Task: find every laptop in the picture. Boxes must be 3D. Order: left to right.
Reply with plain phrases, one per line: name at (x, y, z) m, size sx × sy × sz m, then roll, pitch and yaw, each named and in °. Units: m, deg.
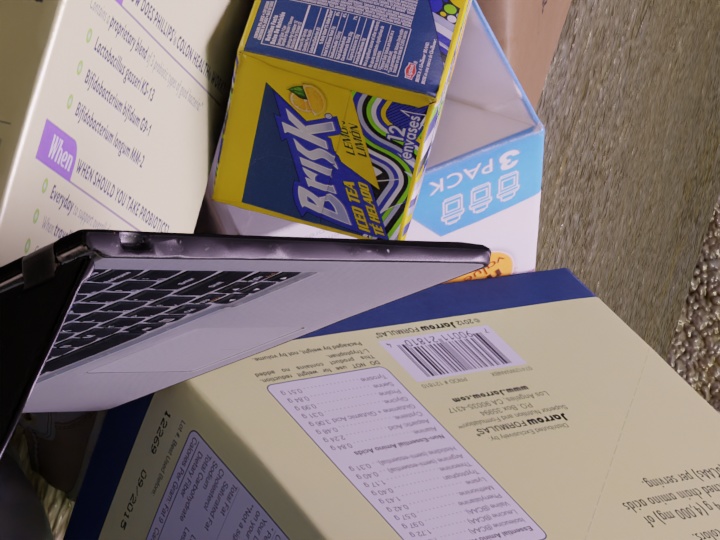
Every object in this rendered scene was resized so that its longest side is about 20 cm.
laptop at (-0.091, 0.068, 0.700) m, size 0.199 × 0.187 × 0.117 m, roll 1°, pitch 76°, yaw -39°

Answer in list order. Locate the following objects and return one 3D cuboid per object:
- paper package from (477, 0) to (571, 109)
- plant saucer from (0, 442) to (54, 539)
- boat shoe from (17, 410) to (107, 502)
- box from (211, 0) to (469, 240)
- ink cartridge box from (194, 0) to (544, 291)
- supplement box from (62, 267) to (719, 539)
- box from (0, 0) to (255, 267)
paper package at (0.047, -0.174, 1.307) m, size 0.201 × 0.103 × 0.192 m, roll 85°, pitch 21°, yaw -55°
plant saucer at (-0.140, 0.156, 0.944) m, size 0.200 × 0.050 × 0.202 m, roll 14°, pitch 90°, yaw -77°
boat shoe at (-0.099, 0.015, 0.935) m, size 0.200 × 0.066 × 0.074 m, roll 109°, pitch 1°, yaw -57°
box at (0.009, -0.106, 0.881) m, size 0.070 × 0.064 × 0.201 m, roll 104°, pitch 2°, yaw -48°
ink cartridge box at (0.000, 0.000, 0.984) m, size 0.200 × 0.114 × 0.068 m, roll 87°, pitch -21°, yaw -59°
supplement box at (0.037, 0.118, 0.891) m, size 0.199 × 0.200 × 0.135 m, roll -7°, pitch 131°, yaw -40°
box at (-0.094, -0.092, 0.767) m, size 0.176 × 0.096 × 0.201 m, roll 42°, pitch 63°, yaw -77°
